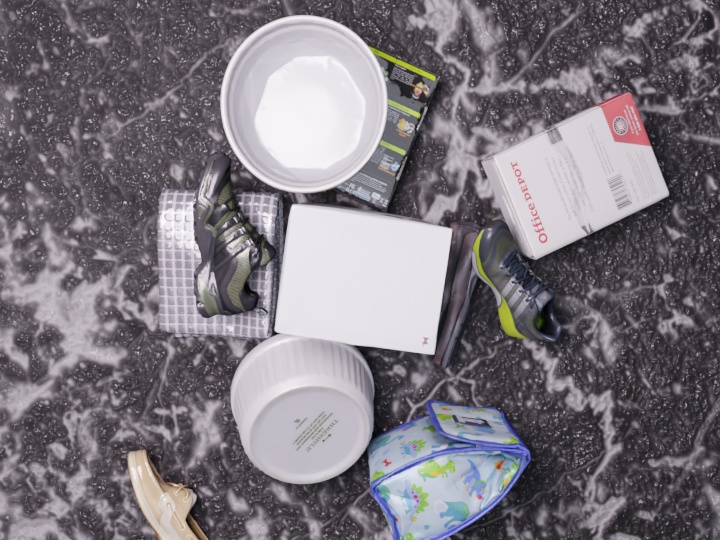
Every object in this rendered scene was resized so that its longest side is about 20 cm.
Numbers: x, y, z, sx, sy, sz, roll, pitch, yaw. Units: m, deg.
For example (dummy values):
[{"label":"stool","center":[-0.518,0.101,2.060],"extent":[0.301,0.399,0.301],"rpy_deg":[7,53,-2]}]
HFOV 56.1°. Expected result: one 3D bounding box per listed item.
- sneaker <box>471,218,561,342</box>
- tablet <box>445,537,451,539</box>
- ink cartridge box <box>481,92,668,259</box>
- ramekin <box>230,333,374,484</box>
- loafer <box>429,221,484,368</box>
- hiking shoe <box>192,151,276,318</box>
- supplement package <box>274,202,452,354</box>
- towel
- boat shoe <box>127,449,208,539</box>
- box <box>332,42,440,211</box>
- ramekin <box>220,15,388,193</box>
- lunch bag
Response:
[{"label":"sneaker","center":[0.213,0.015,0.889],"extent":[0.074,0.080,0.201],"rpy_deg":[-45,122,-20]},{"label":"tablet","center":[0.122,0.497,1.001],"extent":[0.129,0.014,0.202],"rpy_deg":[-33,95,2]},{"label":"ink cartridge box","center":[0.282,-0.124,0.906],"extent":[0.198,0.083,0.149],"rpy_deg":[-24,97,1]},{"label":"ramekin","center":[-0.072,0.187,0.887],"extent":[0.199,0.095,0.205],"rpy_deg":[-4,117,-8]},{"label":"loafer","center":[0.126,0.031,0.933],"extent":[0.062,0.072,0.203],"rpy_deg":[18,89,16]},{"label":"hiking shoe","center":[-0.152,-0.042,0.829],"extent":[0.099,0.076,0.204],"rpy_deg":[1,104,-8]},{"label":"supplement package","center":[0.000,0.000,0.850],"extent":[0.188,0.200,0.150],"rpy_deg":[8,96,-4]},{"label":"towel","center":[-0.185,-0.005,0.900],"extent":[0.163,0.086,0.204],"rpy_deg":[1,96,-1]},{"label":"boat shoe","center":[-0.260,0.334,0.946],"extent":[0.068,0.074,0.203],"rpy_deg":[-25,98,-11]},{"label":"box","center":[-0.020,-0.206,0.906],"extent":[0.197,0.048,0.196],"rpy_deg":[22,93,-3]},{"label":"ramekin","center":[-0.066,-0.196,0.831],"extent":[0.196,0.105,0.204],"rpy_deg":[0,95,0]},{"label":"lunch bag","center":[0.113,0.252,0.889],"extent":[0.197,0.170,0.129],"rpy_deg":[-23,95,1]}]
